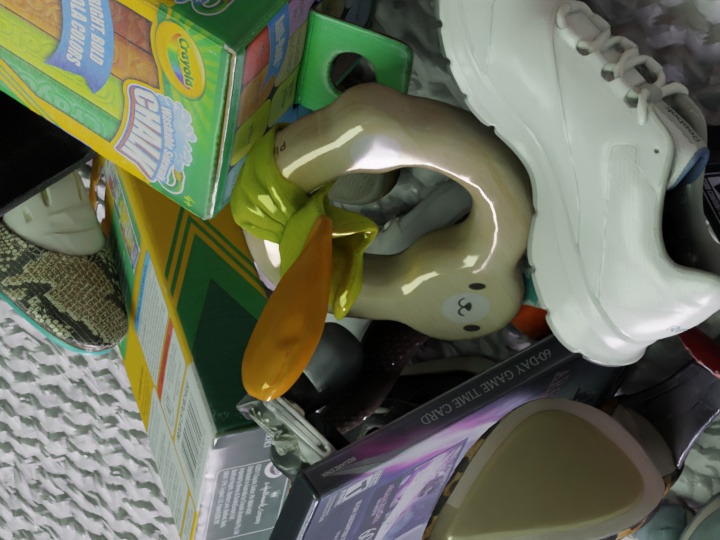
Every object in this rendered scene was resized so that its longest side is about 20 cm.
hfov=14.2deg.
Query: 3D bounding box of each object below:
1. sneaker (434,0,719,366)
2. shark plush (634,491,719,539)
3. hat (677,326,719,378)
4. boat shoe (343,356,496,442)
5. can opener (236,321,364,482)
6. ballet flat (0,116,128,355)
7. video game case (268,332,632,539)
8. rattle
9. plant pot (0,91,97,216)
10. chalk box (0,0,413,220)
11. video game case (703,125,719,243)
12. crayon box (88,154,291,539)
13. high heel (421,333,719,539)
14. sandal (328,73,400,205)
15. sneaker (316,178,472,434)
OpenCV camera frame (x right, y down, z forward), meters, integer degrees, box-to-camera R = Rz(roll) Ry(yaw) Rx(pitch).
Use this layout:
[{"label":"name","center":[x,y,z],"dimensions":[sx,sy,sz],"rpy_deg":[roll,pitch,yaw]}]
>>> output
[{"label":"sneaker","center":[0.098,-0.064,1.175],"dimensions":[0.087,0.074,0.201],"rpy_deg":[-20,95,43]},{"label":"shark plush","center":[0.180,0.146,1.340],"dimensions":[0.091,0.083,0.200],"rpy_deg":[44,147,-4]},{"label":"hat","center":[0.222,0.062,1.192],"dimensions":[0.201,0.165,0.176],"rpy_deg":[58,-175,-2]},{"label":"boat shoe","center":[0.006,0.092,1.474],"dimensions":[0.072,0.068,0.200],"rpy_deg":[50,148,-16]},{"label":"can opener","center":[-0.004,0.077,1.330],"dimensions":[0.053,0.067,0.200],"rpy_deg":[39,176,20]},{"label":"ballet flat","center":[-0.177,-0.037,1.475],"dimensions":[0.200,0.068,0.076],"rpy_deg":[42,124,41]},{"label":"video game case","center":[0.041,0.087,1.313],"dimensions":[0.019,0.199,0.143],"rpy_deg":[53,151,20]},{"label":"rattle","center":[0.041,0.020,1.221],"dimensions":[0.200,0.130,0.143],"rpy_deg":[39,-162,-37]},{"label":"plant pot","center":[-0.273,-0.118,1.404],"dimensions":[0.177,0.199,0.201],"rpy_deg":[37,154,48]},{"label":"chalk box","center":[-0.069,-0.118,1.252],"dimensions":[0.200,0.124,0.125],"rpy_deg":[32,146,15]},{"label":"video game case","center":[0.243,0.020,1.184],"dimensions":[0.180,0.026,0.200],"rpy_deg":[-3,126,48]},{"label":"crayon box","center":[-0.085,0.027,1.440],"dimensions":[0.126,0.051,0.201],"rpy_deg":[104,149,-55]},{"label":"high heel","center":[0.083,0.104,1.290],"dimensions":[0.072,0.200,0.143],"rpy_deg":[56,146,11]},{"label":"sandal","center":[-0.068,-0.074,1.365],"dimensions":[0.199,0.055,0.082],"rpy_deg":[25,144,23]},{"label":"sneaker","center":[0.000,0.000,1.369],"dimensions":[0.200,0.073,0.085],"rpy_deg":[-50,61,45]}]
